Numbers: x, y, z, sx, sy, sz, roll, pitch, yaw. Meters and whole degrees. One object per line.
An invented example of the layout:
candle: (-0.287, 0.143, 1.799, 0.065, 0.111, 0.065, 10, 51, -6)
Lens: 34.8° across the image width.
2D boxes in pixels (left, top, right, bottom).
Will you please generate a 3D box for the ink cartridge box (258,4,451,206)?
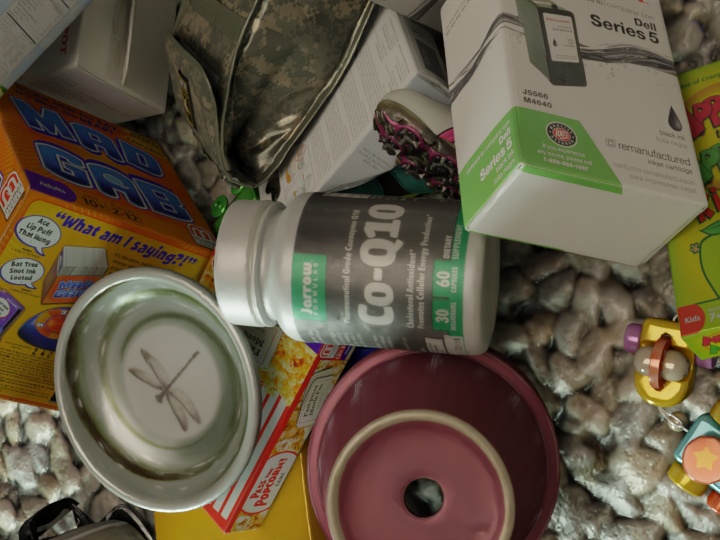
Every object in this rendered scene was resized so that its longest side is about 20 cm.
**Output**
ink cartridge box: (-0.011, -0.120, 0.952, 0.200, 0.050, 0.163, -50, 30, 27)

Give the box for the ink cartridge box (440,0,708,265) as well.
ink cartridge box: (0.143, -0.119, 0.802, 0.084, 0.144, 0.202, 128, 146, -52)

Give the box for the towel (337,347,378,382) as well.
towel: (0.013, 0.067, 0.973, 0.146, 0.049, 0.203, 0, 89, 30)

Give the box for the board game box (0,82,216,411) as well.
board game box: (-0.280, -0.019, 1.029, 0.201, 0.199, 0.200, -53, 45, 17)

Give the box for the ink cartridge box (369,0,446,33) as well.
ink cartridge box: (0.029, -0.267, 0.886, 0.083, 0.199, 0.147, -45, 68, 21)

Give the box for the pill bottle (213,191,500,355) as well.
pill bottle: (0.000, 0.000, 0.853, 0.198, 0.113, 0.115, 3, 90, 14)

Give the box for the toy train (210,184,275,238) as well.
toy train: (-0.147, -0.008, 1.066, 0.200, 0.042, 0.057, -47, 39, 21)

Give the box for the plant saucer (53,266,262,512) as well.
plant saucer: (-0.159, 0.094, 0.945, 0.198, 0.050, 0.203, 4, 100, 24)

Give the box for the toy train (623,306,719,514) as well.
toy train: (0.266, 0.076, 0.821, 0.149, 0.055, 0.202, -20, 78, 29)

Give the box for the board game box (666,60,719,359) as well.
board game box: (0.262, -0.050, 0.792, 0.101, 0.048, 0.202, -17, 59, 29)

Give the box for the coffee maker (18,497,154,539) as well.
coffee maker: (-0.303, 0.323, 1.065, 0.134, 0.199, 0.194, 31, 104, 28)

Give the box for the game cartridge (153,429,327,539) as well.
game cartridge: (-0.116, 0.171, 1.035, 0.199, 0.032, 0.178, -15, 77, 37)

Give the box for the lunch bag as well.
lunch bag: (-0.095, -0.185, 0.978, 0.202, 0.117, 0.164, -64, 31, 14)

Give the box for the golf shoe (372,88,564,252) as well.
golf shoe: (0.099, -0.092, 0.865, 0.072, 0.199, 0.093, -5, 61, 63)

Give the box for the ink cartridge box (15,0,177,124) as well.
ink cartridge box: (-0.274, -0.216, 1.094, 0.198, 0.125, 0.130, -5, 74, 30)

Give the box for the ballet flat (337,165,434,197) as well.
ballet flat: (0.021, -0.089, 0.963, 0.199, 0.067, 0.067, -27, 34, 15)

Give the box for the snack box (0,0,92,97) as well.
snack box: (-0.330, -0.225, 0.985, 0.168, 0.068, 0.200, 32, 78, 41)

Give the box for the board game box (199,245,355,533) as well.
board game box: (-0.102, 0.095, 0.980, 0.151, 0.046, 0.201, 39, 110, 35)

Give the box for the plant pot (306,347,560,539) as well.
plant pot: (0.049, 0.153, 0.840, 0.197, 0.179, 0.203, 0, 91, 8)
